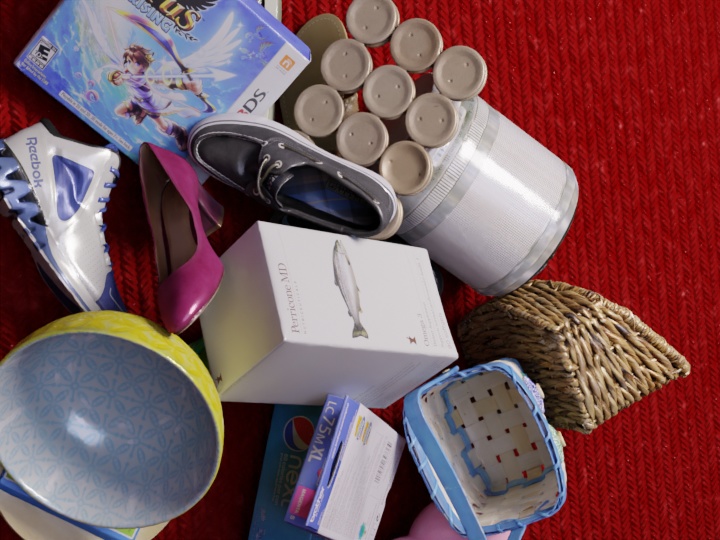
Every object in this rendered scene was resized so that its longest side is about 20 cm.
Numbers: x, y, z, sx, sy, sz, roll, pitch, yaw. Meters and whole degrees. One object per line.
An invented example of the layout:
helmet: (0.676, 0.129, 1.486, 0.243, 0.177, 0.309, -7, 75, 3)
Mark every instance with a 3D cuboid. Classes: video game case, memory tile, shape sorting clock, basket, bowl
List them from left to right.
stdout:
shape sorting clock: (-0.244, 0.162, 1.063, 0.198, 0.039, 0.203, 3, 84, -30)
bowl: (-0.206, 0.108, 0.992, 0.198, 0.108, 0.202, 3, 119, 5)
video game case: (-0.176, -0.191, 1.043, 0.199, 0.046, 0.181, 39, 107, -18)
memory tile: (0.014, -0.143, 1.084, 0.153, 0.017, 0.201, 33, 94, 14)
basket: (0.113, 0.169, 1.100, 0.178, 0.138, 0.200, 64, 28, -3)
basket: (0.214, 0.069, 1.217, 0.148, 0.200, 0.144, -25, 99, -23)

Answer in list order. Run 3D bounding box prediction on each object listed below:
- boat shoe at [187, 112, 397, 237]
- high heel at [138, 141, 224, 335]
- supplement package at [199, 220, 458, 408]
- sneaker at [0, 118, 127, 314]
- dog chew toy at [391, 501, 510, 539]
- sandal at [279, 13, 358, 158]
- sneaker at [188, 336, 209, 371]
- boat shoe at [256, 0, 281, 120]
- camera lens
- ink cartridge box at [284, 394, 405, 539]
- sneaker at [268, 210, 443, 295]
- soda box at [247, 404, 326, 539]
boat shoe: (-0.063, -0.079, 1.031, 0.198, 0.066, 0.070, 24, 113, -4)
high heel: (-0.167, -0.029, 0.987, 0.067, 0.201, 0.096, -37, 118, 17)
supplement package: (-0.031, 0.045, 1.041, 0.199, 0.117, 0.118, 8, 57, -39)
sneaker: (-0.250, -0.053, 1.040, 0.115, 0.080, 0.201, -36, 104, -21)
dog chew toy: (0.066, 0.318, 1.184, 0.199, 0.124, 0.125, -31, 103, -17)
sandal: (-0.035, -0.146, 1.170, 0.070, 0.077, 0.214, 39, 48, -60)
sneaker: (-0.101, 0.070, 1.109, 0.200, 0.083, 0.075, -37, 103, -35)
boat shoe: (-0.112, -0.174, 1.126, 0.060, 0.072, 0.204, 4, 96, -1)
camera lens: (0.108, -0.083, 1.179, 0.199, 0.160, 0.161, 34, 74, -16)
ink cartridge box: (-0.015, 0.189, 1.072, 0.200, 0.042, 0.120, 52, 54, -66)
sneaker: (0.000, 0.000, 1.163, 0.198, 0.082, 0.074, 19, 103, -23)
soda box: (-0.054, 0.198, 1.135, 0.064, 0.067, 0.202, 24, 75, -66)
